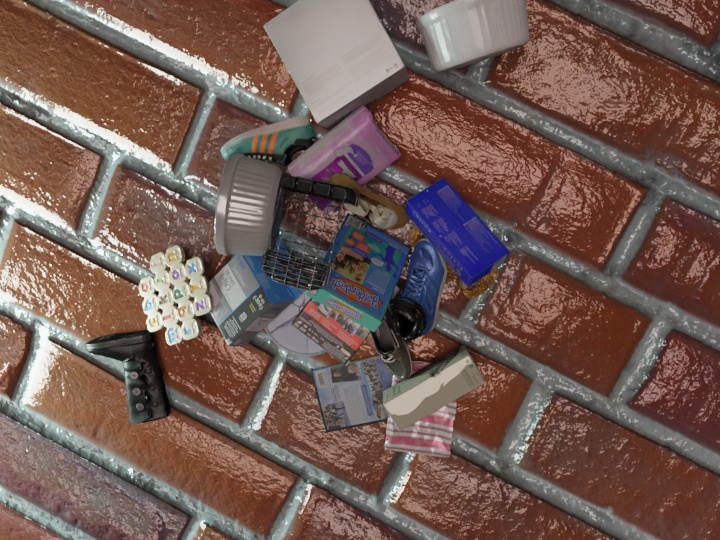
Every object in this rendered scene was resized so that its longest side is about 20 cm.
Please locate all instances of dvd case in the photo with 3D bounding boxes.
[{"bbox_3d":[0.002,0.265,1.251,0.197,0.018,0.145,-13,97,9],"label":"dvd case"},{"bbox_3d":[-0.027,0.074,1.196,0.145,0.022,0.201,37,92,-9],"label":"dvd case"}]

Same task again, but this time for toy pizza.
[{"bbox_3d":[-0.116,0.082,1.233,0.197,0.032,0.203,1,96,6],"label":"toy pizza"}]

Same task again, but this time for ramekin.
[{"bbox_3d":[-0.212,-0.123,1.138,0.104,0.200,0.203,9,100,-3],"label":"ramekin"},{"bbox_3d":[0.205,-0.428,1.035,0.198,0.201,0.099,-14,103,10],"label":"ramekin"}]

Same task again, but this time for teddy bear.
[{"bbox_3d":[0.183,-0.028,1.159,0.144,0.067,0.202,-26,94,13],"label":"teddy bear"}]

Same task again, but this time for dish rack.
[{"bbox_3d":[-0.097,-0.068,1.050,0.152,0.054,0.203,14,92,23],"label":"dish rack"}]

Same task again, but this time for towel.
[{"bbox_3d":[0.132,0.294,1.219,0.144,0.030,0.203,7,97,0],"label":"towel"}]

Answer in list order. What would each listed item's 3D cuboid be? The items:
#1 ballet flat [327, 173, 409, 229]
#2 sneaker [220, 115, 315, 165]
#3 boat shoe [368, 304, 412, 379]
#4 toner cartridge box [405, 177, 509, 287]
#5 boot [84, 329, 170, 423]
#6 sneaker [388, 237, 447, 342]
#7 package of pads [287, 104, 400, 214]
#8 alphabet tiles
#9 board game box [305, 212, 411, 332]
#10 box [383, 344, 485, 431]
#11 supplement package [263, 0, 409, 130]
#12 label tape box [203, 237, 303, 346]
[{"bbox_3d":[0.016,-0.118,1.128,0.198,0.064,0.069,25,127,-28],"label":"ballet flat"},{"bbox_3d":[-0.187,-0.247,1.175,0.197,0.071,0.081,-16,92,8],"label":"sneaker"},{"bbox_3d":[0.045,0.134,1.162,0.066,0.057,0.202,-13,100,40],"label":"boat shoe"},{"bbox_3d":[0.180,-0.075,1.096,0.094,0.043,0.201,-30,67,-15],"label":"toner cartridge box"},{"bbox_3d":[-0.524,0.245,1.302,0.162,0.066,0.203,-7,102,10],"label":"boot"},{"bbox_3d":[0.109,0.043,1.124,0.076,0.111,0.203,18,115,30],"label":"sneaker"},{"bbox_3d":[-0.033,-0.216,1.134,0.199,0.076,0.121,-36,127,12],"label":"package of pads"},{"bbox_3d":[-0.398,0.054,1.242,0.194,0.015,0.203,-19,82,27],"label":"alphabet tiles"},{"bbox_3d":[0.000,0.000,1.123,0.151,0.201,0.045,29,140,-3],"label":"board game box"},{"bbox_3d":[0.145,0.234,1.159,0.199,0.082,0.069,-31,95,5],"label":"box"},{"bbox_3d":[-0.039,-0.409,1.092,0.190,0.147,0.202,-29,93,11],"label":"supplement package"},{"bbox_3d":[-0.223,0.038,1.196,0.200,0.063,0.145,-42,67,14],"label":"label tape box"}]
